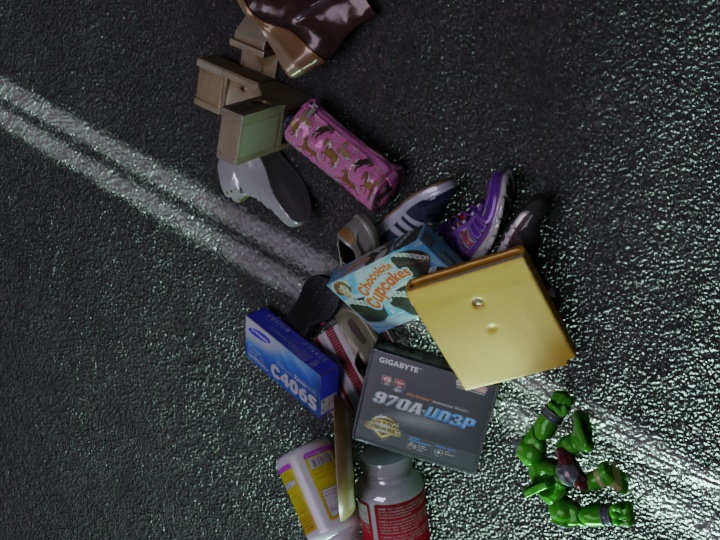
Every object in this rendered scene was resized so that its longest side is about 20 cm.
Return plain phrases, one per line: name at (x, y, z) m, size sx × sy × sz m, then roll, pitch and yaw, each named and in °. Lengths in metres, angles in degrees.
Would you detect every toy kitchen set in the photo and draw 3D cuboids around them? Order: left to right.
toy kitchen set at (-0.199, -0.289, 1.541) m, size 0.200 × 0.180 × 0.164 m, roll 26°, pitch 121°, yaw 23°

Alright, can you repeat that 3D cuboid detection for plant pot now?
plant pot at (-0.024, 0.300, 1.623) m, size 0.027 × 0.200 × 0.201 m, roll -4°, pitch 109°, yaw 0°

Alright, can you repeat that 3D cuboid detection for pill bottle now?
pill bottle at (-0.061, 0.397, 1.731) m, size 0.104 × 0.104 × 0.201 m, roll -39°, pitch 70°, yaw 41°
pill bottle at (0.053, 0.389, 1.654) m, size 0.112 × 0.112 × 0.201 m, roll 5°, pitch 110°, yaw 37°

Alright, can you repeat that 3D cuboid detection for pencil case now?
pencil case at (-0.023, -0.173, 1.516) m, size 0.200 × 0.086 × 0.083 m, roll 41°, pitch 97°, yaw 18°

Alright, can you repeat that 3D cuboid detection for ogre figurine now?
ogre figurine at (0.293, 0.281, 1.433) m, size 0.120 × 0.098 × 0.200 m, roll -34°, pitch 96°, yaw 30°

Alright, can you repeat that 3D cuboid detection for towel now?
towel at (-0.007, 0.152, 1.670) m, size 0.200 × 0.023 × 0.144 m, roll -33°, pitch 84°, yaw 40°

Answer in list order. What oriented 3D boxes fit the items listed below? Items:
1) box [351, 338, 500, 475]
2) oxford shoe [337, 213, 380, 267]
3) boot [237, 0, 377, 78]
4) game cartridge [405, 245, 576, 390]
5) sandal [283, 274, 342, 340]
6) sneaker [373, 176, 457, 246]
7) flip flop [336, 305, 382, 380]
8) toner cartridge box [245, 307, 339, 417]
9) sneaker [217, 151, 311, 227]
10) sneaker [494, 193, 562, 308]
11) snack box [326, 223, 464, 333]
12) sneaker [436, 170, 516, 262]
box at (0.099, 0.207, 1.533) m, size 0.199 × 0.046 × 0.160 m, roll 16°, pitch 111°, yaw 8°
oxford shoe at (0.000, 0.000, 1.530) m, size 0.075 × 0.058 × 0.200 m, roll 44°, pitch 157°, yaw 39°
boot at (-0.083, -0.402, 1.485) m, size 0.166 × 0.072 × 0.200 m, roll -37°, pitch 78°, yaw 19°
game cartridge at (0.182, 0.070, 1.388) m, size 0.176 × 0.032 × 0.200 m, roll -17°, pitch 124°, yaw 24°
sandal at (-0.072, 0.061, 1.676) m, size 0.075 × 0.045 × 0.200 m, roll 65°, pitch 147°, yaw 15°
sneaker at (0.092, -0.051, 1.476) m, size 0.200 × 0.070 × 0.109 m, roll -36°, pitch 79°, yaw 48°
flip flop at (0.021, 0.144, 1.592) m, size 0.081 × 0.058 × 0.200 m, roll -39°, pitch 82°, yaw 39°
toner cartridge box at (-0.118, 0.154, 1.714) m, size 0.200 × 0.043 × 0.095 m, roll 34°, pitch 135°, yaw 35°
sneaker at (-0.161, -0.133, 1.652) m, size 0.116 × 0.074 × 0.200 m, roll -47°, pitch 67°, yaw 42°
sneaker at (0.241, -0.007, 1.386) m, size 0.115 × 0.076 × 0.200 m, roll 36°, pitch 135°, yaw 13°
snack box at (0.058, 0.015, 1.442) m, size 0.116 × 0.037 × 0.200 m, roll 43°, pitch 137°, yaw -20°
sneaker at (0.153, -0.058, 1.408) m, size 0.083 × 0.081 × 0.200 m, roll 30°, pitch 125°, yaw 6°
